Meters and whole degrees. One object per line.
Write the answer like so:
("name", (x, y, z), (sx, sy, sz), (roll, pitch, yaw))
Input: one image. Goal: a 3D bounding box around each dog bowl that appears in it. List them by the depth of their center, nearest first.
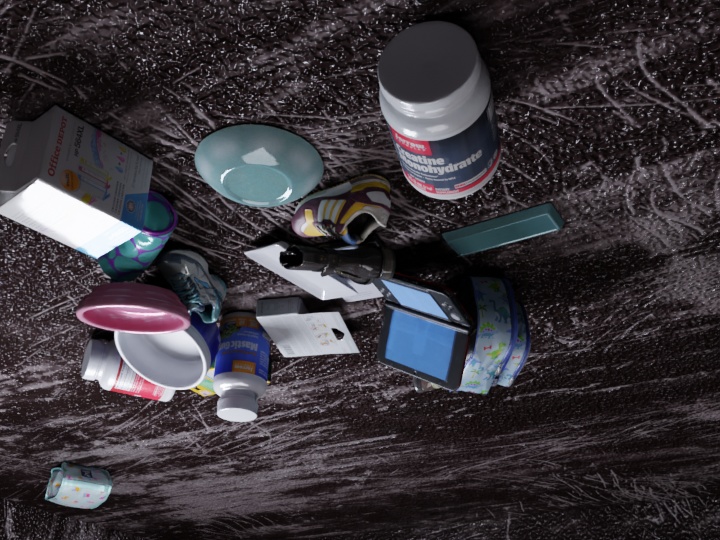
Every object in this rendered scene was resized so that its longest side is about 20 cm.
("dog bowl", (-0.379, 0.136, 1.715), (0.196, 0.079, 0.203), (11, 131, 13))

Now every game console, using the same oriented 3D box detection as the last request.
("game console", (0.089, 0.099, 1.531), (0.198, 0.120, 0.173), (16, 158, 40))

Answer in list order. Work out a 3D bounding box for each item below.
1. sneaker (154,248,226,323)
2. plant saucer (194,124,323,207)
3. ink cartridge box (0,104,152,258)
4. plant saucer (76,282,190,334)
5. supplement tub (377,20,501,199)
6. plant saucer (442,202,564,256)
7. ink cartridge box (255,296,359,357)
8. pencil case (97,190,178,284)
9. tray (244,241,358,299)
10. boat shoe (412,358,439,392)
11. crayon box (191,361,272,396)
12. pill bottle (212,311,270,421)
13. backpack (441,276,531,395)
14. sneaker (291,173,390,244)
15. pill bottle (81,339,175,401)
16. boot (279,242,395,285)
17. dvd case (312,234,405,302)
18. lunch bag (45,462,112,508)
("sneaker", (-0.307, 0.030, 1.591), (0.076, 0.088, 0.200), (-11, 149, 21))
("plant saucer", (-0.154, -0.144, 1.318), (0.197, 0.039, 0.202), (1, 152, 1))
("ink cartridge box", (-0.424, -0.130, 1.263), (0.124, 0.131, 0.199), (-21, 145, 35))
("plant saucer", (-0.398, 0.066, 1.537), (0.196, 0.052, 0.201), (1, 162, 0))
("supplement tub", (0.102, -0.197, 1.100), (0.138, 0.143, 0.201), (-6, 151, 13))
("plant saucer", (0.239, -0.065, 1.463), (0.197, 0.019, 0.070), (-16, 147, 28))
("ink cartridge box", (-0.104, 0.116, 1.781), (0.170, 0.044, 0.201), (-5, 150, 11))
("pencil case", (-0.376, -0.053, 1.446), (0.091, 0.087, 0.200), (4, 154, -32))
("tray", (-0.103, -0.002, 1.560), (0.199, 0.023, 0.106), (32, 154, -35))
("boat shoe", (0.110, 0.134, 1.631), (0.065, 0.204, 0.072), (-23, 143, 17))
("crayon box", (-0.318, 0.230, 1.990), (0.197, 0.052, 0.126), (-15, 147, 27))
("pill bottle", (-0.242, 0.197, 1.770), (0.110, 0.203, 0.113), (1, 152, 0))
("backpack", (0.233, 0.113, 1.619), (0.144, 0.186, 0.202), (4, 141, -11))
("sneaker", (-0.037, -0.079, 1.374), (0.198, 0.092, 0.074), (-24, 143, 38))
("pill bottle", (-0.503, 0.214, 1.908), (0.197, 0.114, 0.112), (16, 148, -24))
("boot", (-0.049, -0.018, 1.408), (0.171, 0.071, 0.200), (3, 175, -19))
("dvd case", (0.000, 0.000, 1.591), (0.140, 0.018, 0.200), (-9, 149, 21))
("lunch bag", (-0.901, 0.691, 2.787), (0.168, 0.124, 0.199), (19, 153, -27))
